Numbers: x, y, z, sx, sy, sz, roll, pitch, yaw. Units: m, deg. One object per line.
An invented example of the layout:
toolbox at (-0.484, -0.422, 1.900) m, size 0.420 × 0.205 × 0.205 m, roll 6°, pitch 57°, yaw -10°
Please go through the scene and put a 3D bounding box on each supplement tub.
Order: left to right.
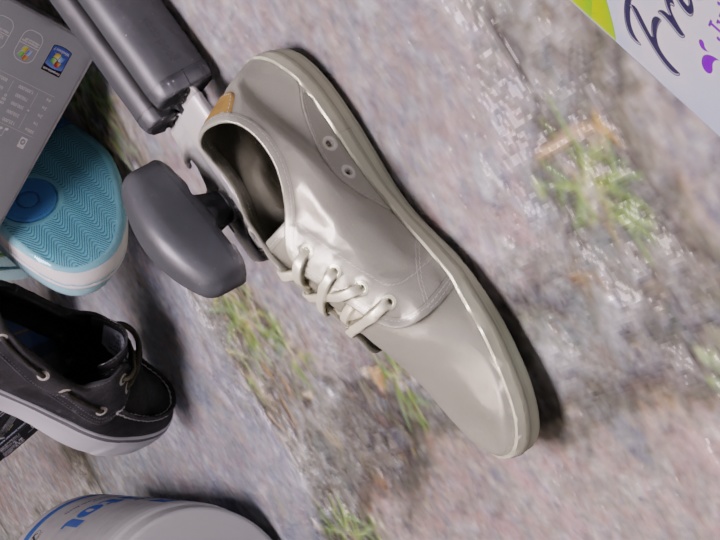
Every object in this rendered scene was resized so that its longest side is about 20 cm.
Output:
supplement tub at (-0.136, 0.207, 1.141) m, size 0.200 × 0.132 × 0.132 m, roll -11°, pitch 109°, yaw 62°

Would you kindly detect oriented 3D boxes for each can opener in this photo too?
can opener at (-0.104, -0.080, 0.837) m, size 0.200 × 0.067 × 0.053 m, roll 54°, pitch 153°, yaw 8°

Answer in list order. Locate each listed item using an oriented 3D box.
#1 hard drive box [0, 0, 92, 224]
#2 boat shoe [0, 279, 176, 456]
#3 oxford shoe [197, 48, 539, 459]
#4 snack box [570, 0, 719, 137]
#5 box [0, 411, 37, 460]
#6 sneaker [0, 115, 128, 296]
hard drive box at (-0.248, -0.068, 0.950) m, size 0.156 × 0.200 × 0.077 m, roll 32°, pitch -175°, yaw 43°
boat shoe at (-0.159, 0.049, 1.020) m, size 0.200 × 0.066 × 0.070 m, roll 32°, pitch -142°, yaw -49°
oxford shoe at (0.000, 0.000, 0.755) m, size 0.200 × 0.058 × 0.075 m, roll 54°, pitch 152°, yaw 5°
snack box at (0.125, -0.082, 0.446) m, size 0.200 × 0.053 × 0.142 m, roll 47°, pitch 151°, yaw 22°
box at (-0.283, 0.094, 1.150) m, size 0.050 × 0.200 × 0.158 m, roll 44°, pitch 169°, yaw 27°
sneaker at (-0.185, -0.026, 1.031) m, size 0.200 × 0.079 × 0.131 m, roll 50°, pitch 153°, yaw 38°
